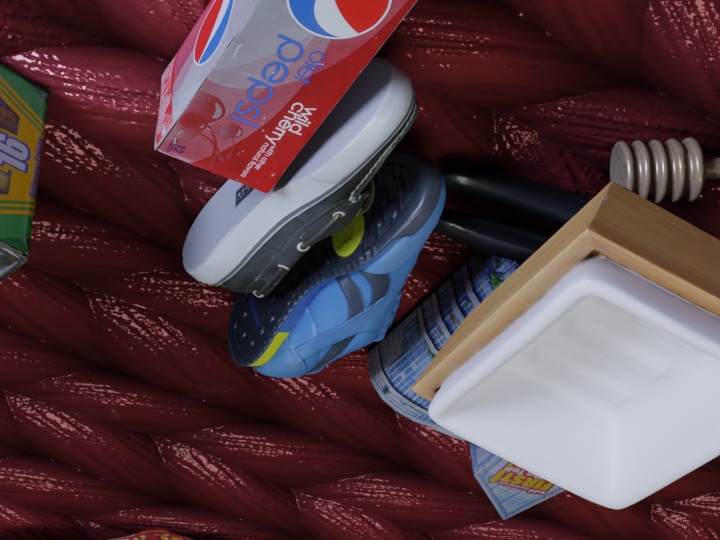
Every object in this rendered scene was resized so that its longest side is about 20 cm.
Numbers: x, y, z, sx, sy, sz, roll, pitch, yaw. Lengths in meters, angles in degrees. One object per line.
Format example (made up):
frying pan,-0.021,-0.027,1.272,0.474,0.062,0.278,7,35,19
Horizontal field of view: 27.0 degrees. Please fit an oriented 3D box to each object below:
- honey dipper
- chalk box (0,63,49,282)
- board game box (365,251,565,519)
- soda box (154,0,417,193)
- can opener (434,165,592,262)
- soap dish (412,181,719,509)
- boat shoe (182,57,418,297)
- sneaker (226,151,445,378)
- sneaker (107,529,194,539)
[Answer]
honey dipper,0.245,-0.060,0.869,0.199,0.038,0.038,-3,139,-8
chalk box,-0.276,-0.065,0.751,0.124,0.124,0.200,-34,130,31
board game box,0.114,0.083,1.000,0.200,0.062,0.200,22,132,-27
soda box,-0.028,-0.130,0.740,0.070,0.064,0.200,20,134,-25
can opener,0.134,-0.019,0.890,0.200,0.064,0.079,21,161,-13
soap dish,0.143,0.046,0.838,0.157,0.081,0.200,27,143,-11
boat shoe,-0.026,-0.047,0.836,0.057,0.069,0.200,26,138,-27
sneaker,0.000,0.000,0.898,0.078,0.066,0.200,14,138,-33
sneaker,-0.190,0.240,1.167,0.199,0.073,0.077,4,161,-3
